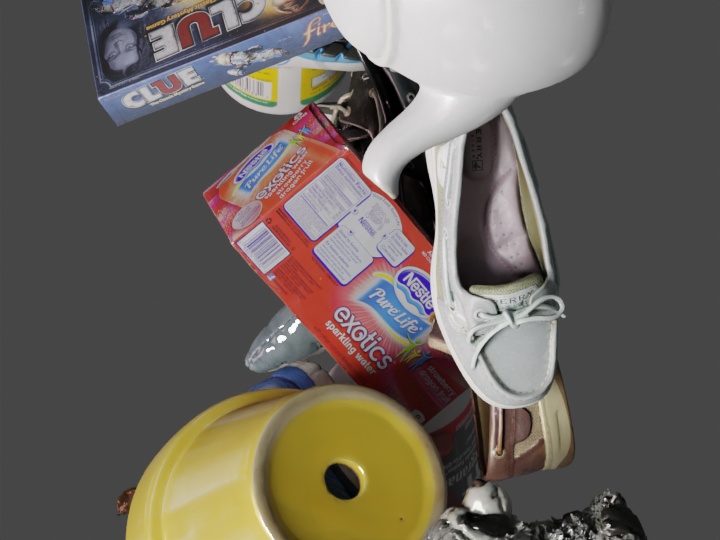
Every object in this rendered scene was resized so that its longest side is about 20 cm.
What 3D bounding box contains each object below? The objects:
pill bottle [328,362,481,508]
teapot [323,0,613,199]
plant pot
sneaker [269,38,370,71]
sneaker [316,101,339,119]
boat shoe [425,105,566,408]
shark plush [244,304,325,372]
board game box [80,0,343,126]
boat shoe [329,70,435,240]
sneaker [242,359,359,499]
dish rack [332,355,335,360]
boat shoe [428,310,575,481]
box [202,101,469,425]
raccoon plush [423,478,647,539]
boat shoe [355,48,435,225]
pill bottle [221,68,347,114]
[{"bbox_3d":[0.038,0.161,1.672,0.111,0.111,0.200,-120,19,-55],"label":"pill bottle"},{"bbox_3d":[0.033,-0.177,1.137,0.197,0.146,0.200,94,159,-60],"label":"teapot"},{"bbox_3d":[-0.035,0.159,1.432,0.189,0.200,0.201,132,123,-62],"label":"plant pot"},{"bbox_3d":[-0.069,-0.170,1.558,0.087,0.200,0.075,81,-149,-53],"label":"sneaker"},{"bbox_3d":[-0.002,-0.056,1.600,0.076,0.115,0.201,24,-163,-47],"label":"sneaker"},{"bbox_3d":[0.080,-0.014,1.319,0.065,0.074,0.202,-141,44,-80],"label":"boat shoe"},{"bbox_3d":[-0.008,0.017,1.685,0.200,0.083,0.091,-38,64,43],"label":"shark plush"},{"bbox_3d":[-0.088,-0.190,1.479,0.035,0.200,0.136,58,-166,-53],"label":"board game box"},{"bbox_3d":[0.014,-0.107,1.552,0.071,0.064,0.200,109,145,-72],"label":"boat shoe"},{"bbox_3d":[-0.036,0.169,1.578,0.200,0.089,0.079,65,159,9],"label":"sneaker"},{"bbox_3d":[0.007,0.042,1.831,0.200,0.054,0.154,105,147,-66],"label":"dish rack"},{"bbox_3d":[0.078,0.036,1.395,0.072,0.072,0.200,-157,53,-77],"label":"boat shoe"},{"bbox_3d":[0.000,0.000,1.466,0.200,0.100,0.095,48,-177,-28],"label":"box"},{"bbox_3d":[0.110,0.217,1.303,0.097,0.134,0.200,110,144,-70],"label":"raccoon plush"},{"bbox_3d":[0.030,-0.097,1.472,0.075,0.066,0.200,-174,69,-77],"label":"boat shoe"},{"bbox_3d":[-0.058,-0.213,1.648,0.200,0.113,0.113,95,158,-62],"label":"pill bottle"}]
